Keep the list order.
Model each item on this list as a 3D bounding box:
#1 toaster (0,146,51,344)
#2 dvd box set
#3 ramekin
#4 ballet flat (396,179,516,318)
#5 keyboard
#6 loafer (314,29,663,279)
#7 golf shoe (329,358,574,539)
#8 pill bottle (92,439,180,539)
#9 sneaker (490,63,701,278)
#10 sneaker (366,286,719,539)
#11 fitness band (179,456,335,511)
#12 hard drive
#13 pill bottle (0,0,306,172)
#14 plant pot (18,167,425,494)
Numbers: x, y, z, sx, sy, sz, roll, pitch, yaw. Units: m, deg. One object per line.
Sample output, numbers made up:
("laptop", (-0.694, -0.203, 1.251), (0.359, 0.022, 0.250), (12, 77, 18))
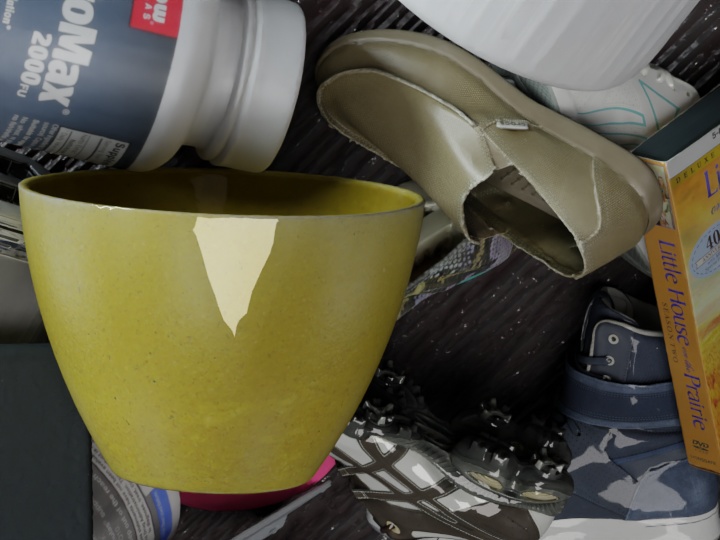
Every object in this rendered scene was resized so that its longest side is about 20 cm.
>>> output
("toaster", (-0.224, 0.002, 1.538), (0.200, 0.114, 0.129), (19, 112, -44))
("dvd box set", (0.217, -0.009, 1.632), (0.146, 0.029, 0.201), (-35, 125, -34))
("ramekin", (0.084, -0.178, 1.471), (0.200, 0.201, 0.098), (23, 119, -21))
("ballet flat", (0.000, 0.000, 1.585), (0.200, 0.072, 0.072), (-33, 123, -26))
("keyboard", (-0.086, 0.159, 1.625), (0.011, 0.200, 0.056), (52, 126, 7))
("loafer", (0.059, -0.060, 1.551), (0.199, 0.068, 0.076), (24, 142, 14))
("golf shoe", (0.013, 0.103, 1.617), (0.199, 0.078, 0.095), (23, 120, 1))
("pill bottle", (-0.196, 0.158, 1.579), (0.113, 0.200, 0.114), (23, 134, 26))
("sneaker", (0.132, -0.091, 1.601), (0.080, 0.070, 0.201), (-40, 124, -7))
("sneaker", (0.102, 0.083, 1.679), (0.201, 0.077, 0.147), (-2, 109, 0))
("fitness band", (-0.081, 0.049, 1.645), (0.143, 0.037, 0.201), (-20, 120, 0))
("hard drive", (-0.223, 0.107, 1.467), (0.199, 0.033, 0.140), (0, 88, -34))
("pill bottle", (-0.135, -0.115, 1.501), (0.199, 0.120, 0.120), (12, 115, -17))
("plant pot", (-0.071, 0.030, 1.471), (0.199, 0.200, 0.143), (1, 99, -11))
